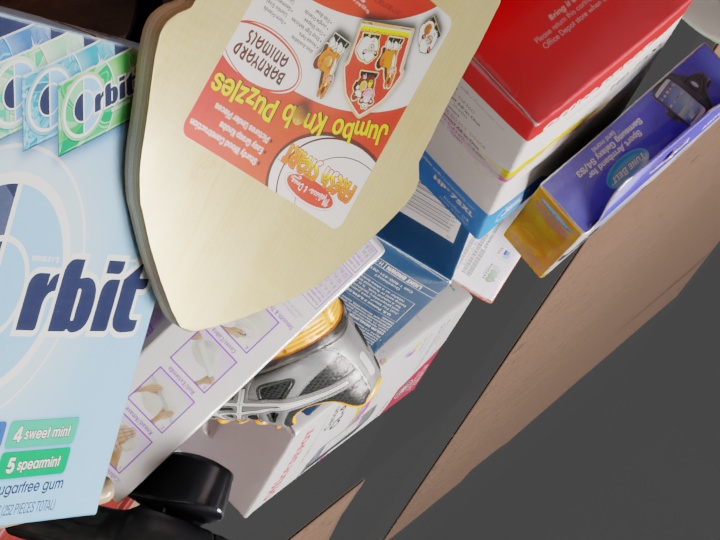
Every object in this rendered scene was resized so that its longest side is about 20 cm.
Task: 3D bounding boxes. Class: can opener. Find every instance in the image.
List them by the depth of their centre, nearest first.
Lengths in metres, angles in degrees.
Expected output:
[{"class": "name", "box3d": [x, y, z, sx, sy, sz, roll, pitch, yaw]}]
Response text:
[{"class": "can opener", "box3d": [-0.133, 0.149, 1.100, 0.200, 0.063, 0.079, -11, -138, 51]}]

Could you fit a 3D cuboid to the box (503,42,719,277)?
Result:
[{"class": "box", "box3d": [0.144, -0.059, 1.089, 0.119, 0.042, 0.200, -41, 174, -7]}]

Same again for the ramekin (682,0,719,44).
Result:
[{"class": "ramekin", "box3d": [0.248, -0.230, 1.187, 0.097, 0.200, 0.200, -27, 161, -28]}]

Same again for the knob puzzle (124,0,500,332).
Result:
[{"class": "knob puzzle", "box3d": [-0.036, -0.068, 0.835, 0.219, 0.030, 0.220, -30, 134, -37]}]

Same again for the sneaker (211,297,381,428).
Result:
[{"class": "sneaker", "box3d": [-0.068, 0.063, 1.177, 0.200, 0.077, 0.078, -15, -145, 49]}]

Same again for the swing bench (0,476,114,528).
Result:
[{"class": "swing bench", "box3d": [-0.254, 0.154, 1.021, 0.200, 0.130, 0.199, -30, 162, -30]}]

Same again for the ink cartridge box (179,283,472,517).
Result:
[{"class": "ink cartridge box", "box3d": [-0.027, 0.075, 1.471, 0.200, 0.086, 0.148, -37, 166, -35]}]

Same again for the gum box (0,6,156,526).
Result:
[{"class": "gum box", "box3d": [-0.139, 0.001, 0.767, 0.170, 0.044, 0.201, 6, 102, -63]}]

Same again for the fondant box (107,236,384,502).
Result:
[{"class": "fondant box", "box3d": [-0.091, 0.023, 1.103, 0.200, 0.058, 0.144, -44, -162, -2]}]

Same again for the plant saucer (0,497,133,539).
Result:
[{"class": "plant saucer", "box3d": [-0.196, 0.142, 1.321, 0.200, 0.037, 0.200, -20, 153, -51]}]

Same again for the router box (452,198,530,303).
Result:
[{"class": "router box", "box3d": [0.107, -0.091, 1.271, 0.200, 0.049, 0.180, -58, -171, 8]}]

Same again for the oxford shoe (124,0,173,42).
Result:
[{"class": "oxford shoe", "box3d": [-0.081, -0.069, 0.900, 0.072, 0.071, 0.201, -16, 128, -29]}]

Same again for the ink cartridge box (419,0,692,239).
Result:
[{"class": "ink cartridge box", "box3d": [0.096, -0.106, 1.007, 0.116, 0.067, 0.200, -40, 170, -18]}]

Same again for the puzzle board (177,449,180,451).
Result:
[{"class": "puzzle board", "box3d": [-0.096, 0.078, 1.491, 0.200, 0.017, 0.151, -43, 167, -3]}]

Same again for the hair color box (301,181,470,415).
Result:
[{"class": "hair color box", "box3d": [0.000, 0.000, 1.204, 0.200, 0.060, 0.100, -46, -164, 52]}]
